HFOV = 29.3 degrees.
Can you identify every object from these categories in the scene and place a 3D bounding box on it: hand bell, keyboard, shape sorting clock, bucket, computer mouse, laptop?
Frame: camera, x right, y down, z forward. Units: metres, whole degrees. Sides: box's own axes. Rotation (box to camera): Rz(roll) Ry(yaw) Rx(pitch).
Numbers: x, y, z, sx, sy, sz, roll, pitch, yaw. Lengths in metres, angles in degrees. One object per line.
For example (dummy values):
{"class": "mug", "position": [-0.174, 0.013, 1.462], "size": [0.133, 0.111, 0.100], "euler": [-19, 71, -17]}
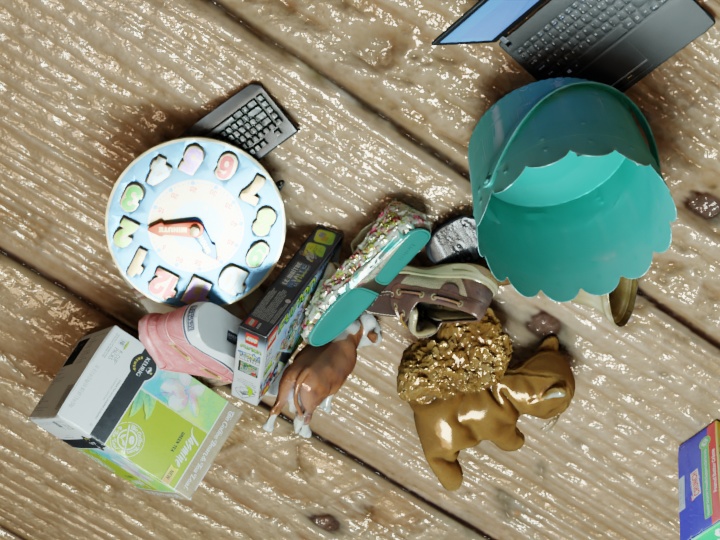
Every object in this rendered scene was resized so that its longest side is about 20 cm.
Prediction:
{"class": "hand bell", "position": [0.200, 0.004, 1.541], "size": [0.200, 0.104, 0.104], "euler": [4, 132, 29]}
{"class": "keyboard", "position": [-0.151, -0.110, 1.537], "size": [0.200, 0.021, 0.127], "euler": [-33, 112, 22]}
{"class": "shape sorting clock", "position": [-0.182, -0.049, 1.524], "size": [0.200, 0.039, 0.200], "euler": [-2, 112, -4]}
{"class": "bucket", "position": [0.204, -0.084, 1.372], "size": [0.207, 0.135, 0.207], "euler": [-5, 137, -5]}
{"class": "computer mouse", "position": [0.162, -0.054, 1.525], "size": [0.200, 0.034, 0.059], "euler": [-20, 110, 22]}
{"class": "laptop", "position": [0.205, -0.228, 1.312], "size": [0.200, 0.103, 0.177], "euler": [39, 129, -18]}

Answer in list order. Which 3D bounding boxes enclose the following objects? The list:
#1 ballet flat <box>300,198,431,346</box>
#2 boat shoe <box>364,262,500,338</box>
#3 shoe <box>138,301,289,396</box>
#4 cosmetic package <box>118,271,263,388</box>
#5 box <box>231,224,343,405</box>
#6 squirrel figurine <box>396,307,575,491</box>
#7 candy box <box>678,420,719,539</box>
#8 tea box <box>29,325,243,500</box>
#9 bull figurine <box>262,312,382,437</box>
{"class": "ballet flat", "position": [0.000, 0.000, 1.556], "size": [0.200, 0.064, 0.076], "euler": [-45, 146, 11]}
{"class": "boat shoe", "position": [0.067, 0.040, 1.569], "size": [0.200, 0.072, 0.072], "euler": [-5, 147, 41]}
{"class": "shoe", "position": [-0.167, 0.094, 1.588], "size": [0.091, 0.072, 0.200], "euler": [-8, 152, 30]}
{"class": "cosmetic package", "position": [-0.187, 0.036, 1.654], "size": [0.103, 0.087, 0.200], "euler": [-17, 123, 27]}
{"class": "box", "position": [-0.082, 0.048, 1.559], "size": [0.035, 0.200, 0.110], "euler": [22, 133, 12]}
{"class": "squirrel figurine", "position": [0.150, 0.133, 1.617], "size": [0.186, 0.142, 0.200], "euler": [-19, 125, 21]}
{"class": "candy box", "position": [0.477, 0.299, 1.641], "size": [0.200, 0.169, 0.077], "euler": [32, 127, -12]}
{"class": "tea box", "position": [-0.283, 0.181, 1.722], "size": [0.197, 0.134, 0.200], "euler": [35, 162, -15]}
{"class": "bull figurine", "position": [-0.043, 0.120, 1.620], "size": [0.065, 0.200, 0.122], "euler": [30, 118, 16]}
